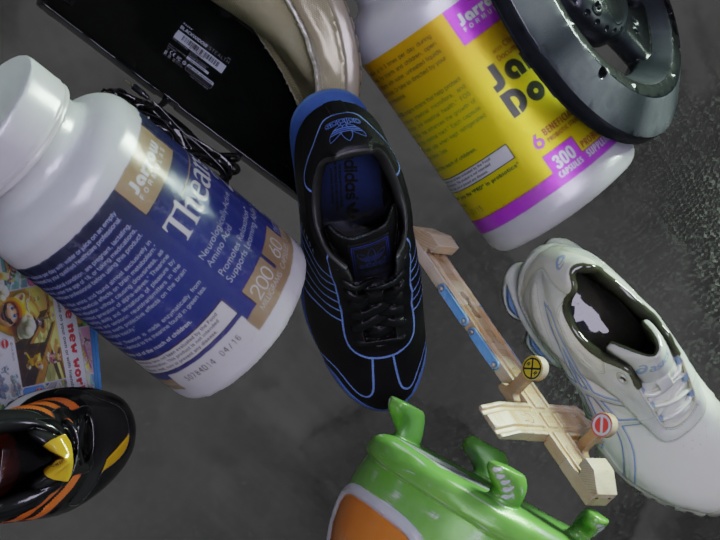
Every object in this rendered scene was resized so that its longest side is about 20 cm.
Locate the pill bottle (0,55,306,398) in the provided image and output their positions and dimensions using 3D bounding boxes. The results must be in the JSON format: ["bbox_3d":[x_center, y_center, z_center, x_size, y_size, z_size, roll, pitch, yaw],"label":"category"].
[{"bbox_3d":[-0.135,-0.027,1.660,0.200,0.111,0.111,39,81,-25],"label":"pill bottle"}]

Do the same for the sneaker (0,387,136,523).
[{"bbox_3d":[-0.175,0.104,1.621,0.200,0.090,0.070,-10,93,-52],"label":"sneaker"}]

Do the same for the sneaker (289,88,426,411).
[{"bbox_3d":[0.000,0.000,1.699,0.070,0.078,0.201,-15,115,-4],"label":"sneaker"}]

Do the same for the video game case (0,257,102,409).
[{"bbox_3d":[-0.232,0.022,1.662,0.199,0.018,0.144,-4,89,-41],"label":"video game case"}]

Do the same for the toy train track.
[{"bbox_3d":[0.091,0.047,1.720,0.033,0.114,0.200,-46,63,23],"label":"toy train track"}]

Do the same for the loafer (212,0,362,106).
[{"bbox_3d":[-0.063,-0.171,1.722,0.068,0.076,0.201,-24,84,-18],"label":"loafer"}]

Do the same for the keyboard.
[{"bbox_3d":[-0.106,-0.111,1.739,0.200,0.040,0.104,37,58,-8],"label":"keyboard"}]

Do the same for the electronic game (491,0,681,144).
[{"bbox_3d":[0.122,-0.164,1.717,0.042,0.200,0.201,-27,95,29],"label":"electronic game"}]

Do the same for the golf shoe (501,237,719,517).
[{"bbox_3d":[0.164,0.068,1.752,0.078,0.097,0.200,-45,98,-11],"label":"golf shoe"}]

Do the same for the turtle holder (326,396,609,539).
[{"bbox_3d":[0.057,0.168,1.719,0.141,0.185,0.132,29,90,25],"label":"turtle holder"}]

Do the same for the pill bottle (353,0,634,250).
[{"bbox_3d":[0.064,-0.118,1.732,0.104,0.104,0.200,-37,96,-10],"label":"pill bottle"}]
